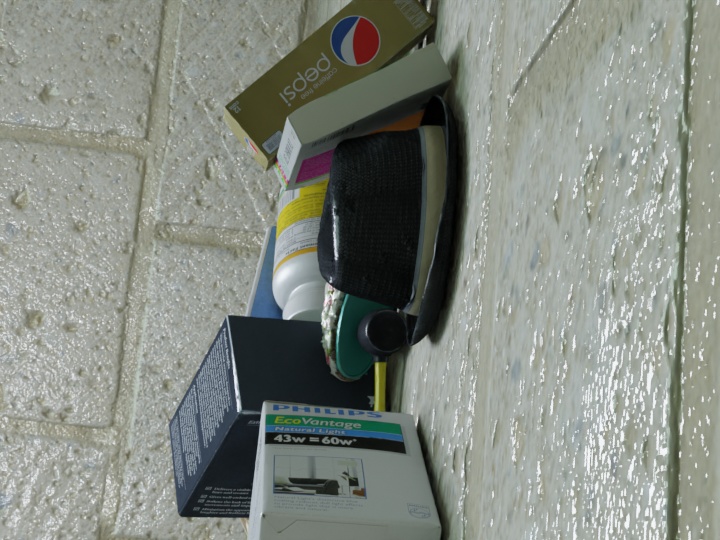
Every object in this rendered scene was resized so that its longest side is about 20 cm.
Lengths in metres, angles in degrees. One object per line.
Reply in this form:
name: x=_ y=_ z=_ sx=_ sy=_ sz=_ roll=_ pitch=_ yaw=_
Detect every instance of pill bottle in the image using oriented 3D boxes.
pill bottle: x=-0.039 y=-0.011 z=1.443 sx=0.113 sy=0.112 sz=0.201 roll=103 pitch=171 yaw=-49

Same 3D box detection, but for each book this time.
book: x=-0.005 y=-0.121 z=1.116 sx=0.048 sy=0.133 sz=0.200 roll=63 pitch=170 yaw=3

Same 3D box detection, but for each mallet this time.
mallet: x=0.015 y=0.132 z=1.156 sx=0.066 sy=0.041 sz=0.202 roll=-161 pitch=73 yaw=-83

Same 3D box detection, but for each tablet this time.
tablet: x=-0.063 y=0.036 z=1.487 sx=0.014 sy=0.129 sz=0.201 roll=-52 pitch=17 yaw=34

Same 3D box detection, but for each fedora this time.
fedora: x=0.016 y=-0.044 z=1.019 sx=0.201 sy=0.091 sz=0.203 roll=-174 pitch=90 yaw=-84

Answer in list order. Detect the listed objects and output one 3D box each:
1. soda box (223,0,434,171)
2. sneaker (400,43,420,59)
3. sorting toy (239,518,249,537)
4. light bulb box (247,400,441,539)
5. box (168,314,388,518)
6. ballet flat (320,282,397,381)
soda box: x=-0.029 y=-0.180 z=1.195 sx=0.200 sy=0.064 sz=0.068 roll=-40 pitch=1 yaw=-7
sneaker: x=0.007 y=-0.193 z=1.290 sx=0.077 sy=0.088 sz=0.202 roll=-126 pitch=45 yaw=-80
sorting toy: x=-0.082 y=0.318 z=1.584 sx=0.201 sy=0.106 sz=0.180 roll=69 pitch=170 yaw=-24
light bulb box: x=-0.023 y=0.225 z=0.972 sx=0.200 sy=0.124 sz=0.200 roll=-101 pitch=17 yaw=-73
box: x=-0.084 y=0.145 z=1.267 sx=0.200 sy=0.147 sz=0.108 roll=123 pitch=144 yaw=-45
ballet flat: x=0.000 y=0.000 z=1.214 sx=0.064 sy=0.075 sz=0.202 roll=12 pitch=88 yaw=54
